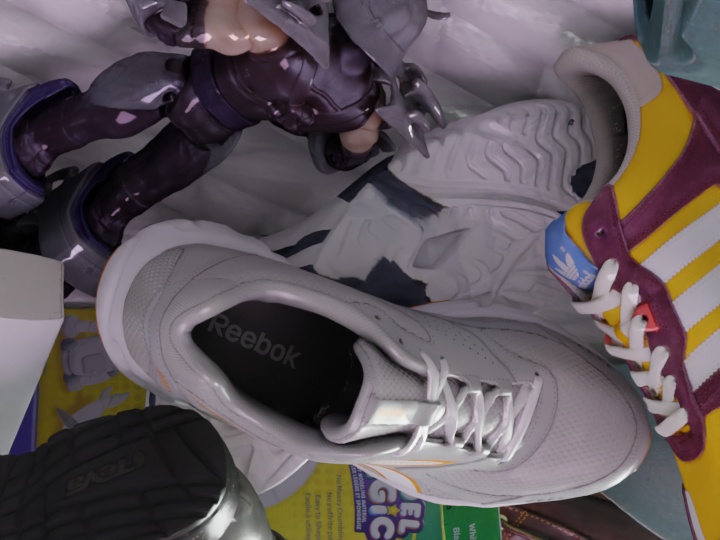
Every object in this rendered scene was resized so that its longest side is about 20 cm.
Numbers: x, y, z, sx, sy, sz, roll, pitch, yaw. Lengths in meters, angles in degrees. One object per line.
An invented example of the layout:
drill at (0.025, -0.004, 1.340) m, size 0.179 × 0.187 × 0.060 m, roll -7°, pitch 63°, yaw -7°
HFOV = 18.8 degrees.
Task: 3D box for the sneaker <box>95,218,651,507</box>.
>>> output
sneaker at (0.013, 0.043, 0.717) m, size 0.200 × 0.076 × 0.092 m, roll 15°, pitch -174°, yaw -19°

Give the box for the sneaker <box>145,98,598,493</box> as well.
sneaker at (0.000, 0.000, 0.823) m, size 0.199 × 0.130 × 0.079 m, roll -43°, pitch 106°, yaw -3°

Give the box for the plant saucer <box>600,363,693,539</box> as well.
plant saucer at (0.161, 0.084, 0.885) m, size 0.201 × 0.201 × 0.039 m, roll 21°, pitch 104°, yaw -31°

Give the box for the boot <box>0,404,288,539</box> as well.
boot at (-0.113, 0.108, 0.761) m, size 0.200 × 0.068 × 0.131 m, roll -5°, pitch 147°, yaw 17°

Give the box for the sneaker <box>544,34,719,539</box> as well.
sneaker at (0.104, 0.016, 0.733) m, size 0.090 × 0.200 × 0.075 m, roll 6°, pitch 156°, yaw -15°

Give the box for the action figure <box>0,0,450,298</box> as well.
action figure at (-0.058, -0.058, 0.732) m, size 0.200 × 0.069 × 0.130 m, roll -24°, pitch 134°, yaw 23°

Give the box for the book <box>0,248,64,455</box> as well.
book at (-0.193, 0.053, 0.781) m, size 0.133 × 0.048 × 0.200 m, roll 9°, pitch 141°, yaw -17°

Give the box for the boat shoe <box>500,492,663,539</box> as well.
boat shoe at (0.076, 0.113, 0.944) m, size 0.200 × 0.070 × 0.070 m, roll 15°, pitch 173°, yaw 10°

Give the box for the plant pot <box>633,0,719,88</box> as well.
plant pot at (0.183, -0.109, 0.569) m, size 0.196 × 0.200 × 0.200 m, roll 9°, pitch 145°, yaw -4°

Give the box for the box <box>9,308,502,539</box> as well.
box at (-0.042, 0.074, 0.883) m, size 0.200 × 0.117 × 0.048 m, roll 1°, pitch 147°, yaw -6°
